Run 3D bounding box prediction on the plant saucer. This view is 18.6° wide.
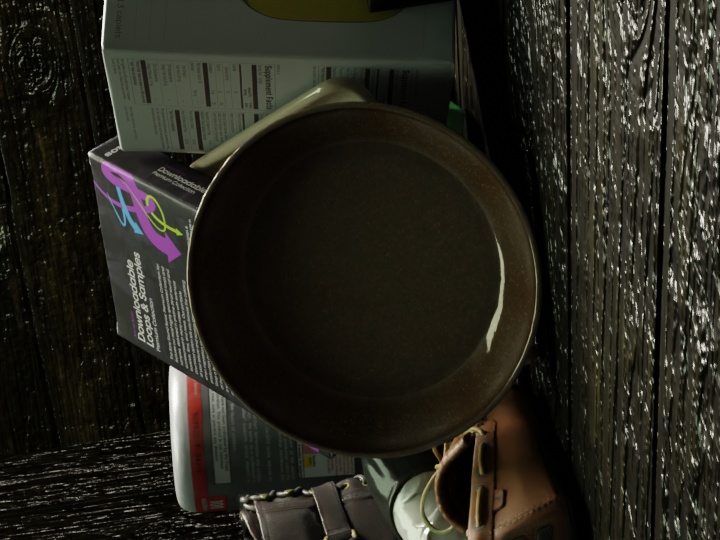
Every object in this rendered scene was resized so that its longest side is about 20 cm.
[{"bbox_3d":[0.004,0.003,1.221,0.037,0.198,0.202,-50,-45,-71],"label":"plant saucer"}]

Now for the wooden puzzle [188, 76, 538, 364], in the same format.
[{"bbox_3d":[-0.006,-0.004,1.300,0.201,0.037,0.185,54,146,-7],"label":"wooden puzzle"}]

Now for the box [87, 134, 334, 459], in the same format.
[{"bbox_3d":[-0.083,0.013,1.351,0.199,0.036,0.144,26,135,35],"label":"box"}]

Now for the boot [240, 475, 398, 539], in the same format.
[{"bbox_3d":[0.005,0.146,1.464,0.070,0.172,0.201,86,173,-47],"label":"boot"}]

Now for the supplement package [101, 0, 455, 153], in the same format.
[{"bbox_3d":[-0.044,-0.164,1.307,0.151,0.198,0.153,94,178,-71],"label":"supplement package"}]

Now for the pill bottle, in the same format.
[{"bbox_3d":[-0.037,0.112,1.600,0.116,0.198,0.117,176,90,-88],"label":"pill bottle"}]

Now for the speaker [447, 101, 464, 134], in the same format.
[{"bbox_3d":[-0.005,-0.025,1.423,0.088,0.088,0.201,-114,47,-75],"label":"speaker"}]

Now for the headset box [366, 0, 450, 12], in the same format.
[{"bbox_3d":[0.025,-0.260,1.176,0.149,0.074,0.202,98,163,-77],"label":"headset box"}]

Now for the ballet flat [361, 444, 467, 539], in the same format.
[{"bbox_3d":[0.065,0.175,1.349,0.201,0.068,0.068,59,-177,-14],"label":"ballet flat"}]

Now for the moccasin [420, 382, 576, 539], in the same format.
[{"bbox_3d":[0.071,0.120,1.260,0.202,0.077,0.074,-101,3,-63],"label":"moccasin"}]
